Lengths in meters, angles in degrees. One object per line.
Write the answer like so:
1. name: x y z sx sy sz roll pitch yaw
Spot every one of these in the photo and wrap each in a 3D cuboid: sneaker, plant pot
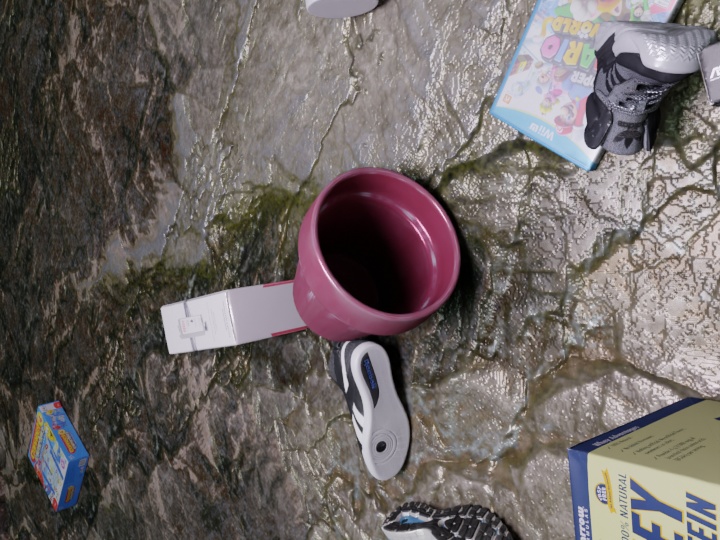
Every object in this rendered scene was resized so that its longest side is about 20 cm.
1. sneaker: 0.008 0.185 0.982 0.112 0.072 0.203 17 119 61
2. sneaker: 0.243 -0.153 0.599 0.074 0.200 0.115 4 112 6
3. plant pot: 0.000 0.000 0.878 0.179 0.198 0.202 -45 65 55
4. sneaker: 0.122 0.361 0.902 0.199 0.078 0.091 -8 110 48

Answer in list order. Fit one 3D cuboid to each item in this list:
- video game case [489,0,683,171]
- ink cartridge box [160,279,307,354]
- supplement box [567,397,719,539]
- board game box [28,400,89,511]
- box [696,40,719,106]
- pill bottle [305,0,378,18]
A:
1. video game case: 0.230 -0.227 0.722 0.143 0.018 0.202 40 122 32
2. ink cartridge box: -0.202 0.074 1.103 0.199 0.145 0.084 -13 88 45
3. supplement box: 0.314 0.203 0.565 0.199 0.198 0.136 -1 96 55
4. board game box: -0.790 0.483 1.806 0.196 0.055 0.202 44 124 30
5. box: 0.366 -0.164 0.479 0.199 0.192 0.048 -16 89 45
6. pill bottle: -0.034 -0.437 0.880 0.113 0.113 0.203 -3 95 44
